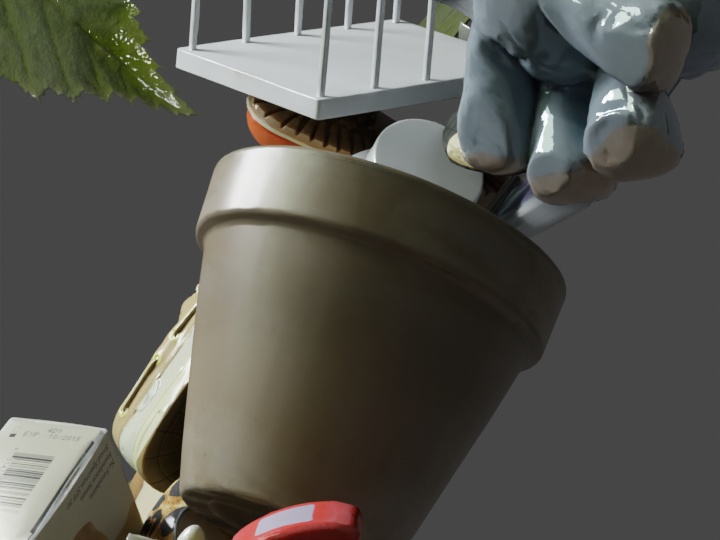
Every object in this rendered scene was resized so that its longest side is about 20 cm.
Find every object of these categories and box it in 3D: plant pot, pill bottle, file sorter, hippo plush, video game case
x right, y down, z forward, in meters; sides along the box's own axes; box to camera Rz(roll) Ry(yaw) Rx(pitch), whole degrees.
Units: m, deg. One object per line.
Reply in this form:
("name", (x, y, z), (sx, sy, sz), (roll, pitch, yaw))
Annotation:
("plant pot", (-0.012, 0.056, 1.352), (0.175, 0.199, 0.200), (-69, 13, -18))
("pill bottle", (0.011, -0.008, 1.658), (0.104, 0.104, 0.200), (-56, -2, -40))
("file sorter", (0.003, -0.184, 1.669), (0.199, 0.138, 0.125), (-13, -65, -42))
("hippo plush", (0.134, -0.139, 1.497), (0.161, 0.200, 0.160), (-31, -29, -47))
("video game case", (0.148, -0.093, 1.638), (0.183, 0.023, 0.200), (-53, 7, -19))

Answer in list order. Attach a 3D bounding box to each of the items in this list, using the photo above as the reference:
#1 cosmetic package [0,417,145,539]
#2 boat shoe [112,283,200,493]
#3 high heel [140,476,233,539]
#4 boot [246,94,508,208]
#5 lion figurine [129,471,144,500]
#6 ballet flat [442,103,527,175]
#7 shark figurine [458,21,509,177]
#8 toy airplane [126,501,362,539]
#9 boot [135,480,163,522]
("cosmetic package", (-0.168, 0.194, 1.507), (0.071, 0.201, 0.105), (5, 42, 27))
("boat shoe", (-0.081, 0.038, 1.565), (0.200, 0.074, 0.066), (-51, 41, -9))
("high heel", (-0.070, 0.167, 1.454), (0.142, 0.071, 0.201), (-29, 34, 48))
("boot", (-0.008, -0.058, 1.726), (0.107, 0.199, 0.075), (-46, 36, 31))
("lion figurine", (-0.101, 0.123, 1.744), (0.200, 0.122, 0.072), (-51, 7, -3))
("ballet flat", (0.093, -0.106, 1.600), (0.200, 0.066, 0.057), (-57, -19, -63))
("shark figurine", (0.116, -0.165, 1.765), (0.216, 0.089, 0.128), (-66, -19, 14))
("toy airplane", (-0.091, 0.196, 1.203), (0.200, 0.141, 0.200), (-55, 8, -29))
("boot", (-0.081, 0.133, 1.594), (0.199, 0.073, 0.156), (-29, 26, 40))
